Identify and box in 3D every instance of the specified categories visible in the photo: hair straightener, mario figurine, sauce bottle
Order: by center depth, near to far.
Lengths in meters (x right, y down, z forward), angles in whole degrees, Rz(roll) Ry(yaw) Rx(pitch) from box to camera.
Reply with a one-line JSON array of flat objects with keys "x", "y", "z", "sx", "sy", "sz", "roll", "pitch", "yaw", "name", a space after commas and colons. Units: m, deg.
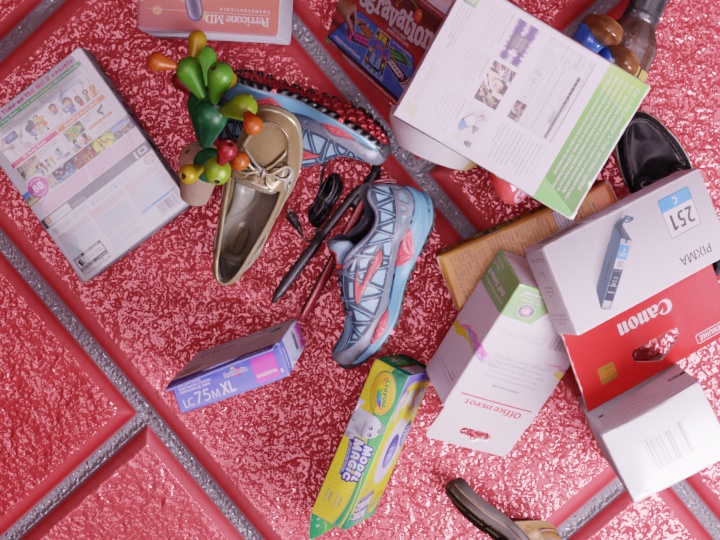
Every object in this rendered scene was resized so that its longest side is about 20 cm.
[{"x": 0.204, "y": -0.145, "z": 1.340, "sx": 0.123, "sy": 0.106, "sz": 0.201, "roll": 38, "pitch": 85, "yaw": -12, "name": "mario figurine"}, {"x": 0.268, "y": -0.208, "z": 1.422, "sx": 0.064, "sy": 0.065, "sz": 0.202, "roll": 26, "pitch": 91, "yaw": 1, "name": "sauce bottle"}, {"x": -0.044, "y": -0.050, "z": 1.464, "sx": 0.076, "sy": 0.041, "sz": 0.202, "roll": 30, "pitch": 95, "yaw": 0, "name": "hair straightener"}]

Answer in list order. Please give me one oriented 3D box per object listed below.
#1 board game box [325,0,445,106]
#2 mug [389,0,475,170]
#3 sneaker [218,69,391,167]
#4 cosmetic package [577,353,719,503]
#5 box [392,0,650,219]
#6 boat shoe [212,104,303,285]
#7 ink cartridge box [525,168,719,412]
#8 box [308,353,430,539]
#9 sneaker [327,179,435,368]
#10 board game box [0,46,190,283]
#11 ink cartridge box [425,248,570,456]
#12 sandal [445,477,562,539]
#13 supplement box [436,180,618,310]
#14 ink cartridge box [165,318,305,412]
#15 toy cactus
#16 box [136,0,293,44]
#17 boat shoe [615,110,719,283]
[{"x": 0.031, "y": -0.233, "z": 1.372, "sx": 0.019, "sy": 0.200, "sz": 0.104, "roll": 1, "pitch": 121, "yaw": -35, "name": "board game box"}, {"x": 0.117, "y": -0.182, "z": 1.398, "sx": 0.184, "sy": 0.149, "sz": 0.155, "roll": 23, "pitch": 104, "yaw": 7, "name": "mug"}, {"x": -0.063, "y": -0.142, "z": 1.449, "sx": 0.198, "sy": 0.079, "sz": 0.097, "roll": 21, "pitch": 112, "yaw": 11, "name": "sneaker"}, {"x": 0.293, "y": 0.155, "z": 1.384, "sx": 0.112, "sy": 0.200, "sz": 0.082, "roll": -28, "pitch": 94, "yaw": 3, "name": "cosmetic package"}, {"x": 0.148, "y": -0.159, "z": 1.273, "sx": 0.198, "sy": 0.036, "sz": 0.145, "roll": 30, "pitch": 103, "yaw": -4, "name": "box"}, {"x": -0.111, "y": -0.076, "z": 1.413, "sx": 0.072, "sy": 0.063, "sz": 0.202, "roll": 22, "pitch": 124, "yaw": -7, "name": "boat shoe"}, {"x": 0.280, "y": 0.019, "z": 1.353, "sx": 0.198, "sy": 0.045, "sz": 0.178, "roll": -26, "pitch": 98, "yaw": -20, "name": "ink cartridge box"}, {"x": 0.009, "y": 0.190, "z": 1.441, "sx": 0.048, "sy": 0.117, "sz": 0.202, "roll": 26, "pitch": 97, "yaw": 15, "name": "box"}, {"x": 0.000, "y": 0.000, "z": 1.434, "sx": 0.094, "sy": 0.079, "sz": 0.203, "roll": 22, "pitch": 87, "yaw": -20, "name": "sneaker"}, {"x": -0.292, "y": -0.112, "z": 1.462, "sx": 0.147, "sy": 0.064, "sz": 0.201, "roll": -35, "pitch": 94, "yaw": 4, "name": "board game box"}, {"x": 0.148, "y": 0.089, "z": 1.415, "sx": 0.116, "sy": 0.068, "sz": 0.201, "roll": 17, "pitch": 117, "yaw": -28, "name": "ink cartridge box"}, {"x": 0.178, "y": 0.284, "z": 1.473, "sx": 0.199, "sy": 0.082, "sz": 0.055, "roll": 41, "pitch": 74, "yaw": 6, "name": "sandal"}, {"x": 0.179, "y": -0.027, "z": 1.442, "sx": 0.198, "sy": 0.067, "sz": 0.070, "roll": -25, "pitch": 93, "yaw": 4, "name": "supplement box"}, {"x": -0.124, "y": 0.098, "z": 1.401, "sx": 0.118, "sy": 0.200, "sz": 0.043, "roll": -20, "pitch": 93, "yaw": 5, "name": "ink cartridge box"}, {"x": -0.161, "y": -0.134, "z": 1.368, "sx": 0.101, "sy": 0.201, "sz": 0.166, "roll": -4, "pitch": 136, "yaw": -24, "name": "toy cactus"}, {"x": -0.144, "y": -0.341, "z": 1.413, "sx": 0.150, "sy": 0.106, "sz": 0.203, "roll": 3, "pitch": 95, "yaw": 3, "name": "box"}, {"x": 0.324, "y": -0.074, "z": 1.429, "sx": 0.074, "sy": 0.066, "sz": 0.202, "roll": -19, "pitch": 93, "yaw": 5, "name": "boat shoe"}]
